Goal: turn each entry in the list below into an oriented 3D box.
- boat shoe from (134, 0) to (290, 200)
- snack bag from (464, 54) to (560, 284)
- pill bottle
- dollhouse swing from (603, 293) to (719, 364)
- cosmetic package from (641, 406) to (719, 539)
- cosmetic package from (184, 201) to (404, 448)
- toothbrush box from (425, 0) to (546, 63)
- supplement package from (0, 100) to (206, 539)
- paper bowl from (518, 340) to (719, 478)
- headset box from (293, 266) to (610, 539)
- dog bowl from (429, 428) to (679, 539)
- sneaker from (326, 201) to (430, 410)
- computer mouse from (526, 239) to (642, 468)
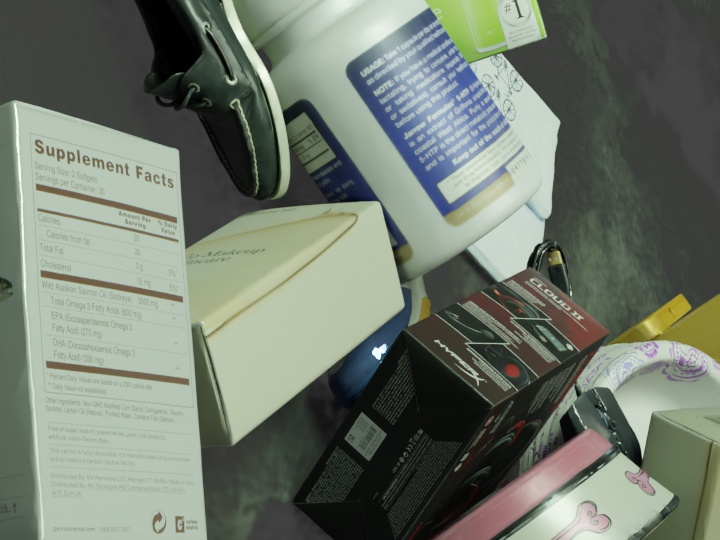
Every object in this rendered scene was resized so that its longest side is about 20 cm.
[{"bbox_3d":[-0.101,-0.127,1.018,0.066,0.074,0.200,-26,111,-28],"label":"boat shoe"},{"bbox_3d":[0.101,-0.089,1.347,0.189,0.021,0.200,44,44,-40],"label":"snack bag"},{"bbox_3d":[0.010,-0.103,1.055,0.200,0.120,0.120,55,35,-6],"label":"pill bottle"},{"bbox_3d":[0.327,0.096,1.409,0.200,0.176,0.182,55,24,6],"label":"dollhouse swing"},{"bbox_3d":[0.240,0.199,1.183,0.103,0.073,0.200,-1,105,-34],"label":"cosmetic package"},{"bbox_3d":[-0.068,0.027,0.963,0.200,0.103,0.073,-38,119,-56],"label":"cosmetic package"},{"bbox_3d":[0.021,-0.226,1.148,0.086,0.145,0.200,-142,-146,-84],"label":"toothbrush box"},{"bbox_3d":[-0.158,0.039,0.815,0.117,0.117,0.200,13,67,-54],"label":"supplement package"},{"bbox_3d":[0.201,0.154,1.296,0.200,0.104,0.201,3,84,-36],"label":"paper bowl"},{"bbox_3d":[0.066,0.089,1.099,0.075,0.149,0.200,40,28,16],"label":"headset box"},{"bbox_3d":[0.101,0.176,1.097,0.074,0.200,0.200,54,32,8],"label":"dog bowl"},{"bbox_3d":[0.000,0.000,1.132,0.088,0.075,0.200,36,45,-21],"label":"sneaker"},{"bbox_3d":[0.158,0.075,1.190,0.059,0.034,0.200,-23,98,-34],"label":"computer mouse"}]
